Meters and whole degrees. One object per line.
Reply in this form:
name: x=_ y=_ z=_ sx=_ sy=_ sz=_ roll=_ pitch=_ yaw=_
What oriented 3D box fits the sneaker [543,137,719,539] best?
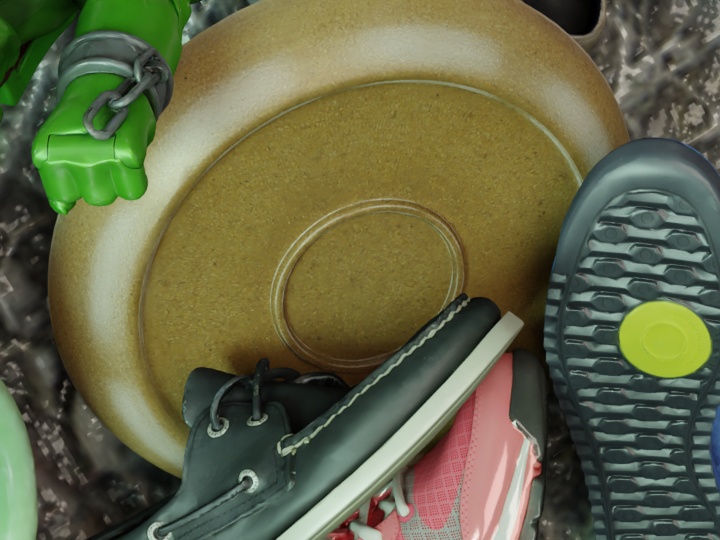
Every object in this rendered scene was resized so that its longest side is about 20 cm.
sneaker: x=0.104 y=0.029 z=0.879 sx=0.066 sy=0.079 sz=0.201 roll=2 pitch=129 yaw=18

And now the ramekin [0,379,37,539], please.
ramekin: x=-0.195 y=0.095 z=0.767 sx=0.097 sy=0.200 sz=0.201 roll=22 pitch=82 yaw=28

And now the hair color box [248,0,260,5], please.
hair color box: x=-0.044 y=-0.173 z=0.854 sx=0.060 sy=0.100 sz=0.200 roll=-36 pitch=100 yaw=-14

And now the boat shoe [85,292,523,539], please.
boat shoe: x=-0.037 y=0.063 z=0.824 sx=0.199 sy=0.074 sz=0.066 roll=-43 pitch=85 yaw=24

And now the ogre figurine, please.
ogre figurine: x=-0.131 y=-0.082 z=0.806 sx=0.120 sy=0.199 sz=0.098 roll=-53 pitch=127 yaw=-41

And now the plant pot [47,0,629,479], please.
plant pot: x=0.000 y=0.000 z=0.852 sx=0.199 sy=0.028 sz=0.201 roll=-10 pitch=126 yaw=-14

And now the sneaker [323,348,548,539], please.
sneaker: x=-0.002 y=0.111 z=0.865 sx=0.086 sy=0.074 sz=0.201 roll=23 pitch=103 yaw=-2

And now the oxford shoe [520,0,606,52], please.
oxford shoe: x=0.039 y=-0.163 z=0.890 sx=0.070 sy=0.075 sz=0.201 roll=-27 pitch=97 yaw=-13
